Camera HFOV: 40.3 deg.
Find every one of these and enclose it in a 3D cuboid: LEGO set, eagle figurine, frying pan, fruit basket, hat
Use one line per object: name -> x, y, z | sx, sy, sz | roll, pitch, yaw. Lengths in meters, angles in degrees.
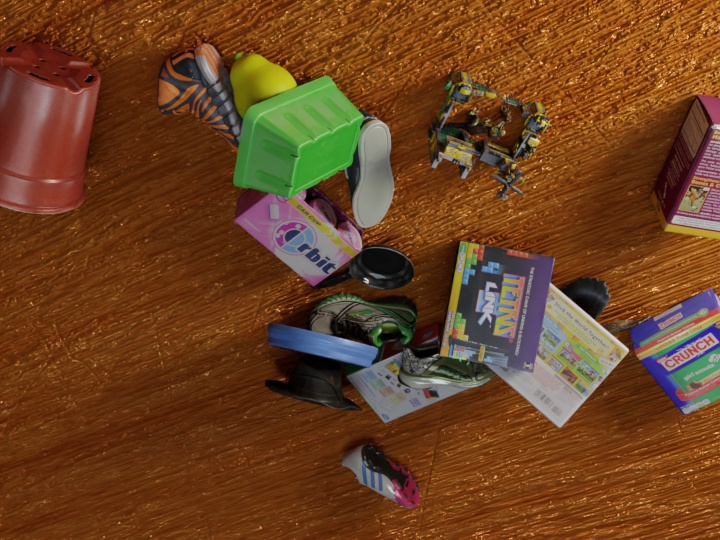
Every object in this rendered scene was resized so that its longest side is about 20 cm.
LEGO set -> 0.195, -0.201, 1.500 | 0.199, 0.116, 0.154 | 25, 124, -19
eagle figurine -> 0.406, 0.121, 1.767 | 0.200, 0.151, 0.152 | -58, 156, 4
frying pan -> 0.014, 0.008, 1.721 | 0.115, 0.031, 0.190 | 32, 138, -25
fruit basket -> -0.123, -0.224, 1.465 | 0.215, 0.216, 0.156 | 10, 127, -7
hat -> -0.079, 0.200, 1.817 | 0.200, 0.201, 0.081 | 14, 89, -10

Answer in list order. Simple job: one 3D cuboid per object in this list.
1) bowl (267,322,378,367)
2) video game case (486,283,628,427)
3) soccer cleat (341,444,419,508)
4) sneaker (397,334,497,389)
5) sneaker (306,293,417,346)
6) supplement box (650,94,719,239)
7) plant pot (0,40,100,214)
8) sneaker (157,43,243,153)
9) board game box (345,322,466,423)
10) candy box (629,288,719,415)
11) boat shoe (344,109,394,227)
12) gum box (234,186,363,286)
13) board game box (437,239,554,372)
bowl -> -0.069, 0.134, 1.730 | 0.200, 0.201, 0.040 | 14, 84, -11
video game case -> 0.330, 0.141, 1.707 | 0.200, 0.023, 0.182 | 41, 99, 7
soccer cleat -> 0.042, 0.428, 2.035 | 0.086, 0.070, 0.200 | -22, 124, 36
sneaker -> 0.162, 0.159, 1.765 | 0.199, 0.077, 0.089 | -6, 120, 2
sneaker -> 0.002, 0.093, 1.753 | 0.199, 0.085, 0.078 | -2, 128, 4
supplement box -> 0.559, -0.158, 1.541 | 0.130, 0.103, 0.201 | 9, 128, -7
plant pot -> -0.482, -0.220, 1.456 | 0.200, 0.201, 0.196 | 19, 118, -14
sneaker -> -0.238, -0.247, 1.505 | 0.112, 0.078, 0.200 | -15, 121, 21
board game box -> 0.094, 0.198, 1.862 | 0.199, 0.040, 0.153 | -25, 124, 18
candy box -> 0.619, 0.153, 1.801 | 0.169, 0.077, 0.200 | -31, 121, 23
boat shoe -> 0.011, -0.163, 1.572 | 0.075, 0.060, 0.201 | -13, 131, -25
gum box -> -0.098, -0.072, 1.635 | 0.113, 0.066, 0.200 | -34, 121, 26
board game box -> 0.230, 0.060, 1.671 | 0.165, 0.057, 0.201 | 10, 94, 2
